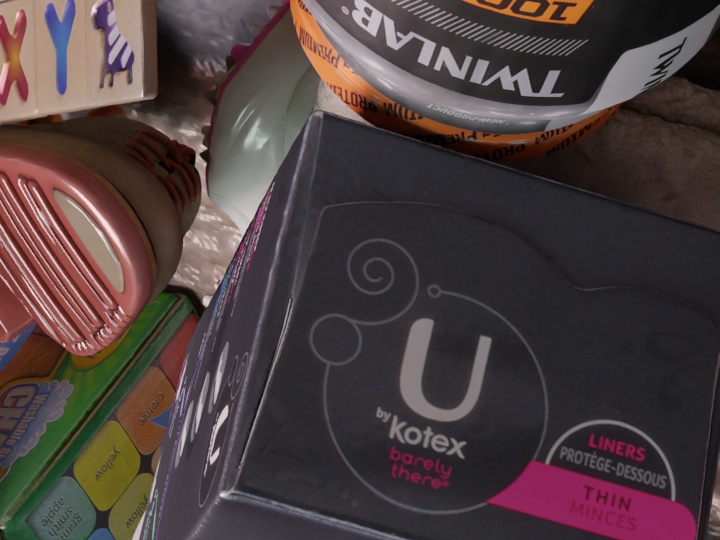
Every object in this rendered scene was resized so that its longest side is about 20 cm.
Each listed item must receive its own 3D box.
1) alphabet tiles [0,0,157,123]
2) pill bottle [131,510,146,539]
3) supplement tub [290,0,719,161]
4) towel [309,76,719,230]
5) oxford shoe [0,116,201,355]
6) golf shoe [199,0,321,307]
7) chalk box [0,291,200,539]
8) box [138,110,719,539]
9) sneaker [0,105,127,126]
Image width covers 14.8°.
[{"bbox_3d":[-0.070,-0.125,0.714,0.200,0.008,0.168,-1,89,60],"label":"alphabet tiles"},{"bbox_3d":[0.022,0.135,0.950,0.200,0.114,0.113,33,155,-28],"label":"pill bottle"},{"bbox_3d":[0.045,-0.117,0.627,0.122,0.123,0.200,33,150,9],"label":"supplement tub"},{"bbox_3d":[0.077,-0.010,0.771,0.199,0.035,0.133,17,148,-5],"label":"towel"},{"bbox_3d":[-0.080,-0.023,0.815,0.071,0.075,0.200,60,164,-11],"label":"oxford shoe"},{"bbox_3d":[0.000,0.000,0.885,0.091,0.075,0.200,24,148,17],"label":"golf shoe"},{"bbox_3d":[-0.113,0.085,1.069,0.200,0.125,0.124,7,138,40],"label":"chalk box"},{"bbox_3d":[0.012,0.053,0.751,0.122,0.106,0.200,16,159,-7],"label":"box"},{"bbox_3d":[-0.133,-0.101,0.892,0.077,0.078,0.200,45,152,45],"label":"sneaker"}]
